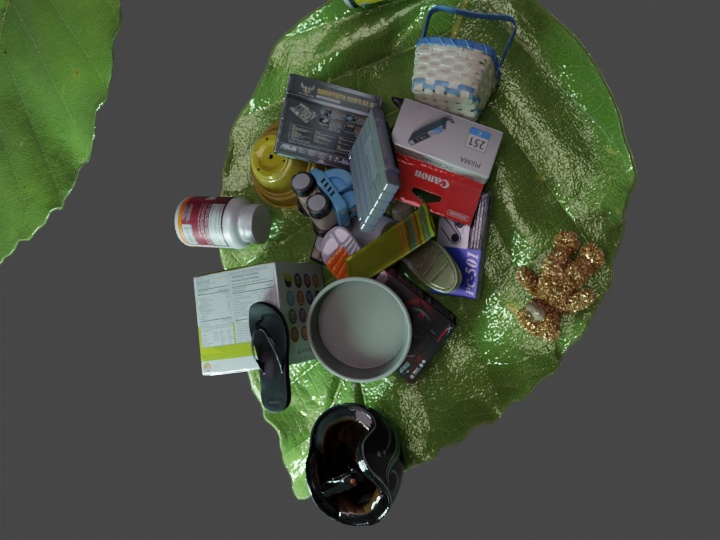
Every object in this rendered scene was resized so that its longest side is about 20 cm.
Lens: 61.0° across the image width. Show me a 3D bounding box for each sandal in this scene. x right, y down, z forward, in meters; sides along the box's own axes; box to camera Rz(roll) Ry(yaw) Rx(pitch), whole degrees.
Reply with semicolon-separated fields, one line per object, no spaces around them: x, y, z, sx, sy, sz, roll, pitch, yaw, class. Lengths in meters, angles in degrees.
-0.006;0.005;1.237;0.078;0.059;0.208;-33;98;11;sandal
-0.164;0.155;1.109;0.075;0.043;0.204;-14;85;22;sandal

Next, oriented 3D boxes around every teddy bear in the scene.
0.351;0.026;1.094;0.200;0.067;0.146;-45;70;15;teddy bear

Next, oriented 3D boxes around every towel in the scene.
0.052;-0.043;1.134;0.198;0.018;0.087;-34;38;22;towel

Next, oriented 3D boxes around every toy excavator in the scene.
-0.016;-0.149;1.234;0.198;0.100;0.196;-33;64;-9;toy excavator

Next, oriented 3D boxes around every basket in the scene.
0.181;-0.394;1.142;0.174;0.139;0.204;18;86;22;basket

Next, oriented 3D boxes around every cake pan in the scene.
-0.001;0.106;1.130;0.196;0.037;0.205;2;104;9;cake pan

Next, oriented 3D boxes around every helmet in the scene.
-0.008;0.361;1.173;0.196;0.192;0.204;2;119;3;helmet

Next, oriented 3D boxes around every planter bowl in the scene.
-0.175;-0.239;1.320;0.197;0.083;0.205;0;89;23;planter bowl

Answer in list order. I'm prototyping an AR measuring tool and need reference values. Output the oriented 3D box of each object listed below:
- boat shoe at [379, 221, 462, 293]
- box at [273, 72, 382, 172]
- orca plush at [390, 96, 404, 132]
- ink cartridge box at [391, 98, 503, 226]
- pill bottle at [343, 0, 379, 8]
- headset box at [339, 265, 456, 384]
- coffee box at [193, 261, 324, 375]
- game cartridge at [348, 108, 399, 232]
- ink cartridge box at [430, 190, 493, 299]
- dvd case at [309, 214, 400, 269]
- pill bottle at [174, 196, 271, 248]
0.123;-0.024;1.149;0.075;0.068;0.200;-52;53;9;boat shoe
-0.067;-0.295;1.246;0.196;0.048;0.162;12;93;-8;box
0.052;-0.246;1.218;0.070;0.104;0.204;-1;81;41;orca plush
0.144;-0.201;1.132;0.197;0.045;0.179;20;82;5;ink cartridge box
0.056;-0.606;1.216;0.196;0.114;0.117;-6;86;23;pill bottle
0.065;0.093;1.178;0.199;0.075;0.149;38;103;-1;headset box
-0.196;0.095;1.256;0.196;0.199;0.202;-10;85;23;coffee box
0.024;-0.188;1.128;0.130;0.038;0.203;-52;36;43;game cartridge
0.195;-0.052;1.175;0.092;0.044;0.204;7;91;25;ink cartridge box
-0.002;-0.058;1.275;0.197;0.017;0.145;21;96;22;dvd case
-0.302;-0.106;1.356;0.196;0.113;0.116;4;90;22;pill bottle
